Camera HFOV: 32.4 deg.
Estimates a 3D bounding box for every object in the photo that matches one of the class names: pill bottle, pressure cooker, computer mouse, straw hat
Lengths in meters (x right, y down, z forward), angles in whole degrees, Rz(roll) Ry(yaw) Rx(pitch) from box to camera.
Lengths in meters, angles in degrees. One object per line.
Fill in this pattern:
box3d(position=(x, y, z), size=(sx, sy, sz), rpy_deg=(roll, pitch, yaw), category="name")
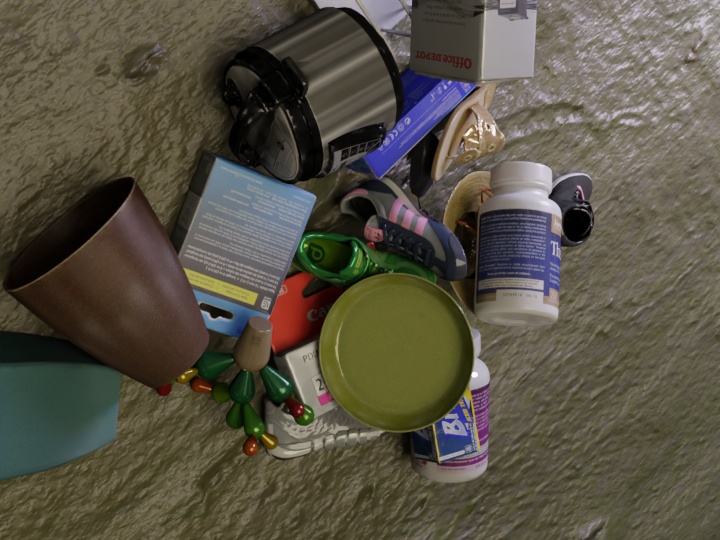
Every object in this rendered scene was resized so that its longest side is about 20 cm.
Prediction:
box3d(position=(0.125, 0.183, 1.725), size=(0.111, 0.112, 0.202), rpy_deg=(-8, 108, -27), category="pill bottle")
box3d(position=(0.207, -0.034, 1.619), size=(0.110, 0.111, 0.202), rpy_deg=(11, 76, -31), category="pill bottle")
box3d(position=(-0.071, -0.201, 1.476), size=(0.199, 0.178, 0.177), rpy_deg=(-31, 127, -23), category="pressure cooker")
box3d(position=(0.087, -0.095, 1.636), size=(0.059, 0.034, 0.201), rpy_deg=(-64, 160, -45), category="computer mouse")
box3d(position=(0.137, -0.032, 1.689), size=(0.200, 0.085, 0.203), rpy_deg=(8, 79, -50), category="straw hat")

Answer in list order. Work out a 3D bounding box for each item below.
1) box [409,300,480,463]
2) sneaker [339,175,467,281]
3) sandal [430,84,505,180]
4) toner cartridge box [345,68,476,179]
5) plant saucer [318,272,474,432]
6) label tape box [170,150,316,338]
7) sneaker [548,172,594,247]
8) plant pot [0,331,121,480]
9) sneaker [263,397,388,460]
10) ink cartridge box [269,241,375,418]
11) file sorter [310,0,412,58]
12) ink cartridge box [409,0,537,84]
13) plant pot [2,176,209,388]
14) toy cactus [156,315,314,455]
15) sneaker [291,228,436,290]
box3d(position=(0.098, 0.145, 1.619), size=(0.070, 0.064, 0.202), rpy_deg=(-11, 93, -28), category="box")
box3d(position=(0.051, -0.043, 1.578), size=(0.082, 0.200, 0.071), rpy_deg=(-21, 136, -31), category="sneaker")
box3d(position=(0.158, -0.184, 1.607), size=(0.212, 0.069, 0.078), rpy_deg=(-59, 161, -44), category="sandal")
box3d(position=(0.060, -0.206, 1.596), size=(0.200, 0.095, 0.043), rpy_deg=(-44, 120, -11), category="toner cartridge box")
box3d(position=(0.047, 0.102, 1.563), size=(0.198, 0.031, 0.202), rpy_deg=(1, 96, 10), category="plant saucer")
box3d(position=(-0.159, -0.028, 1.534), size=(0.142, 0.066, 0.202), rpy_deg=(20, 96, -27), category="label tape box")
box3d(position=(0.299, -0.081, 1.734), size=(0.200, 0.099, 0.071), rpy_deg=(-37, 115, -41), category="sneaker")
box3d(position=(-0.385, 0.151, 1.421), size=(0.199, 0.141, 0.143), rpy_deg=(0, 104, -37), category="plant pot")
box3d(position=(-0.039, 0.175, 1.656), size=(0.198, 0.075, 0.117), rpy_deg=(-13, 107, -25), category="sneaker")
box3d(position=(-0.023, 0.076, 1.619), size=(0.199, 0.043, 0.175), rpy_deg=(-24, 98, -27), category="ink cartridge box")
box3d(position=(0.050, -0.372, 1.528), size=(0.200, 0.124, 0.139), rpy_deg=(-45, 120, -12), category="file sorter")
box3d(position=(0.130, -0.323, 1.428), size=(0.083, 0.145, 0.202), rpy_deg=(-8, 108, -31), category="ink cartridge box")
box3d(position=(-0.267, 0.030, 1.409), size=(0.187, 0.187, 0.200), rpy_deg=(-43, 113, -12), category="plant pot")
box3d(position=(-0.148, 0.134, 1.522), size=(0.198, 0.102, 0.166), rpy_deg=(23, 121, 7), category="toy cactus")
box3d(position=(0.000, 0.000, 1.586), size=(0.198, 0.084, 0.075), rpy_deg=(16, 89, -5), category="sneaker")
